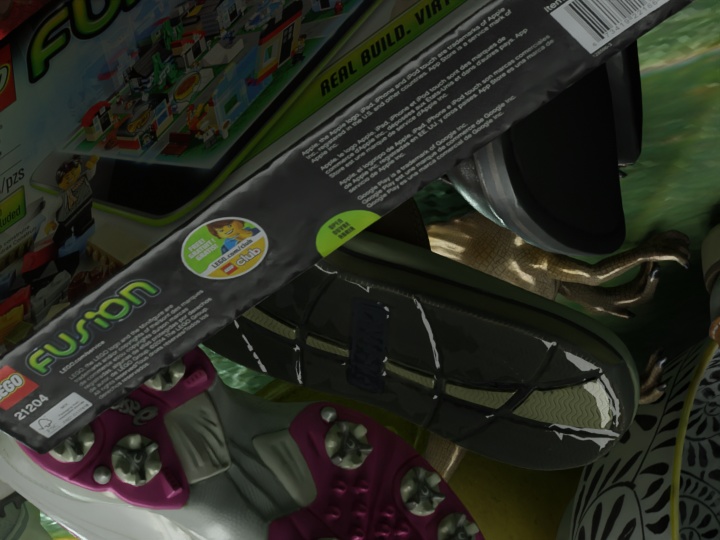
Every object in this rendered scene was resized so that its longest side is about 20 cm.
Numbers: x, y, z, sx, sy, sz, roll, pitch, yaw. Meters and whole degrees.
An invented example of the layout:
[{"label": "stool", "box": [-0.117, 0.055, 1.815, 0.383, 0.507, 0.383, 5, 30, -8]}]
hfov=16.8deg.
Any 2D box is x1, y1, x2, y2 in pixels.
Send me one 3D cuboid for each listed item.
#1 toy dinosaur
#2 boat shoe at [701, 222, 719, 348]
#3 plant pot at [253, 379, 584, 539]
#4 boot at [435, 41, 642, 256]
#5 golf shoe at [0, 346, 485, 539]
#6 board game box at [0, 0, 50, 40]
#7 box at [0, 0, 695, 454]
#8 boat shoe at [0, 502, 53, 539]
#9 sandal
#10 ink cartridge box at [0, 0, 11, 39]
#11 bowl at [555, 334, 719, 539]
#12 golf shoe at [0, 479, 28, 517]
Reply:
[{"label": "toy dinosaur", "box": [0.056, 0.015, 0.852, 0.100, 0.058, 0.201, 4, 130, -5]}, {"label": "boat shoe", "box": [0.214, 0.029, 0.866, 0.198, 0.069, 0.075, 6, 153, -16]}, {"label": "plant pot", "box": [0.011, 0.117, 0.976, 0.199, 0.201, 0.142, -9, 132, 25]}, {"label": "boot", "box": [-0.014, -0.039, 0.666, 0.173, 0.070, 0.200, -5, -170, 12]}, {"label": "golf shoe", "box": [-0.044, 0.080, 0.850, 0.199, 0.076, 0.091, 32, 152, -15]}, {"label": "board game box", "box": [-0.176, -0.084, 0.614, 0.198, 0.030, 0.096, 10, 156, -17]}, {"label": "box", "box": [-0.019, -0.053, 0.581, 0.199, 0.111, 0.035, -35, 132, 20]}, {"label": "boat shoe", "box": [-0.186, 0.108, 1.062, 0.069, 0.072, 0.200, 48, 175, -12]}, {"label": "sandal", "box": [0.001, 0.001, 0.796, 0.200, 0.057, 0.080, 26, 139, 8]}, {"label": "ink cartridge box", "box": [-0.133, -0.114, 0.623, 0.175, 0.045, 0.200, -9, 153, 27]}, {"label": "bowl", "box": [0.135, 0.115, 0.915, 0.094, 0.202, 0.200, -13, 152, 38]}, {"label": "golf shoe", "box": [-0.201, 0.044, 0.852, 0.198, 0.078, 0.088, 8, 145, -10]}]
